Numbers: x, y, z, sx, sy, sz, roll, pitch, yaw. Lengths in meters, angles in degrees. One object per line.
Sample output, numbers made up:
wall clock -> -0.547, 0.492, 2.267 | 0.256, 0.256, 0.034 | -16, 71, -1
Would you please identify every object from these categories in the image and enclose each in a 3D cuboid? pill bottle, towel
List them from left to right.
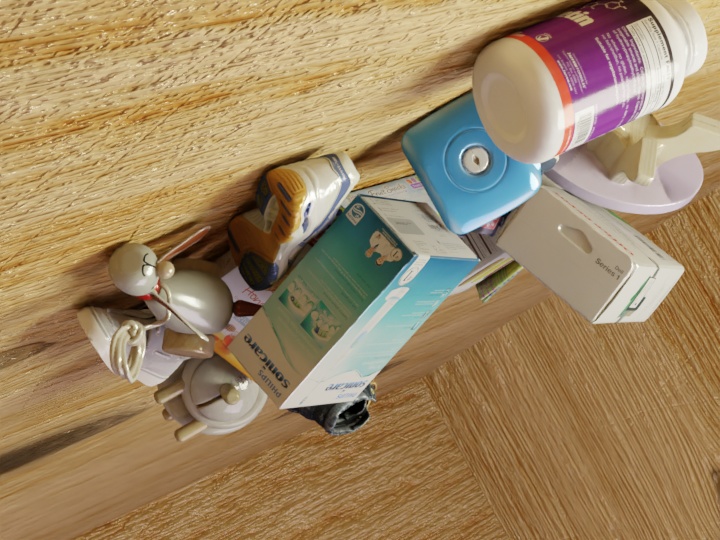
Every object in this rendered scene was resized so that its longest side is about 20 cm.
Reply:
towel -> 0.198, -0.050, 1.972 | 0.144, 0.023, 0.200 | -39, -156, 20
pill bottle -> 0.204, -0.176, 1.346 | 0.200, 0.113, 0.112 | -25, 171, -25

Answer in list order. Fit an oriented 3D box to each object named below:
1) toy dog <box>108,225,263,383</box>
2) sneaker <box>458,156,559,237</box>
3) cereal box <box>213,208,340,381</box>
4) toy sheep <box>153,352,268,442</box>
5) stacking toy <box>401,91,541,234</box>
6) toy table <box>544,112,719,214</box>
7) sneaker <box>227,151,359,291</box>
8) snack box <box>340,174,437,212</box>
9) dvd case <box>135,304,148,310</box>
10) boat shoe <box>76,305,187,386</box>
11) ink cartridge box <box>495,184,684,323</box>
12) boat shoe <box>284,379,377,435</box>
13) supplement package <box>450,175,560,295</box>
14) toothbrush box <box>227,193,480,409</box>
toy dog -> -0.150, 0.025, 1.388 | 0.096, 0.132, 0.200 | -1, -173, 13
sneaker -> 0.149, -0.084, 1.659 | 0.075, 0.085, 0.200 | 16, 162, -19
cereal box -> -0.073, 0.021, 1.545 | 0.200, 0.040, 0.144 | -35, 126, 21
toy sheep -> -0.161, 0.120, 1.675 | 0.138, 0.138, 0.200 | -27, -160, -10
stacking toy -> 0.104, -0.107, 1.529 | 0.110, 0.116, 0.200 | -30, -177, -1
toy table -> 0.291, -0.146, 1.653 | 0.200, 0.184, 0.117 | 7, 151, -11
sneaker -> -0.059, -0.043, 1.406 | 0.088, 0.075, 0.200 | -25, 171, -28
snack box -> 0.000, 0.000, 1.662 | 0.169, 0.068, 0.200 | -18, 146, -50
dvd case -> -0.154, 0.021, 1.640 | 0.200, 0.025, 0.150 | -29, 172, 3
boat shoe -> -0.213, 0.066, 1.503 | 0.068, 0.072, 0.200 | -34, 156, 2
ink cartridge box -> 0.252, -0.016, 1.676 | 0.084, 0.146, 0.200 | -55, 158, 15
boat shoe -> -0.009, 0.129, 1.721 | 0.200, 0.091, 0.071 | -22, 139, -52
supplement package -> 0.150, -0.060, 1.852 | 0.200, 0.110, 0.114 | -34, 170, 33
toothbrush box -> -0.005, 0.031, 1.439 | 0.200, 0.085, 0.146 | -50, 158, 19
